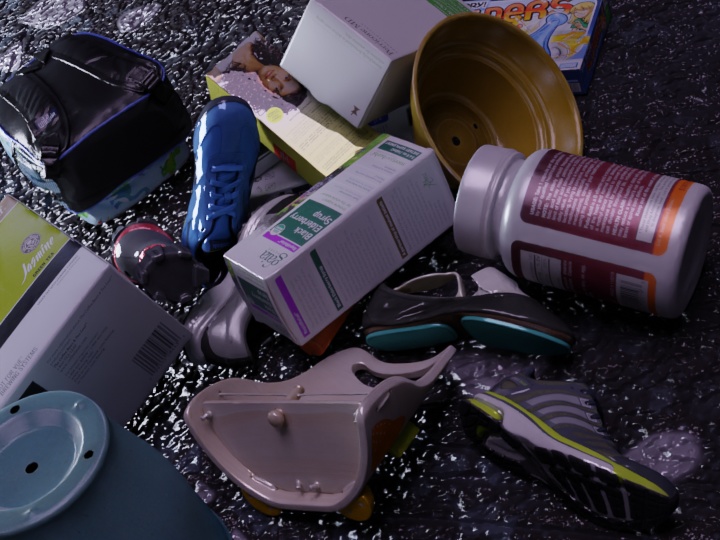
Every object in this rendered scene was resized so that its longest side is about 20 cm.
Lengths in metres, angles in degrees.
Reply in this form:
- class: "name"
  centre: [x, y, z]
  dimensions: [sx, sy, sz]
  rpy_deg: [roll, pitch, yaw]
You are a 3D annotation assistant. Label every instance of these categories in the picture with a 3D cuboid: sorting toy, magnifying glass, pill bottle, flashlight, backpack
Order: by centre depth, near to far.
- class: "sorting toy"
  centre: [-0.009, 0.112, 1.184]
  dimensions: [0.199, 0.108, 0.180]
  rpy_deg: [-4, 26, 41]
- class: "pill bottle"
  centre: [0.187, -0.038, 1.207]
  dimensions: [0.198, 0.115, 0.115]
  rpy_deg: [16, 53, 23]
- class: "magnifying glass"
  centre: [0.000, 0.000, 1.320]
  dimensions: [0.079, 0.023, 0.201]
  rpy_deg: [7, 49, 32]
- class: "flashlight"
  centre: [-0.199, -0.008, 1.362]
  dimensions: [0.068, 0.068, 0.200]
  rpy_deg: [-49, 16, -3]
- class: "backpack"
  centre: [-0.300, -0.156, 1.566]
  dimensions: [0.183, 0.148, 0.199]
  rpy_deg: [-40, 47, -18]

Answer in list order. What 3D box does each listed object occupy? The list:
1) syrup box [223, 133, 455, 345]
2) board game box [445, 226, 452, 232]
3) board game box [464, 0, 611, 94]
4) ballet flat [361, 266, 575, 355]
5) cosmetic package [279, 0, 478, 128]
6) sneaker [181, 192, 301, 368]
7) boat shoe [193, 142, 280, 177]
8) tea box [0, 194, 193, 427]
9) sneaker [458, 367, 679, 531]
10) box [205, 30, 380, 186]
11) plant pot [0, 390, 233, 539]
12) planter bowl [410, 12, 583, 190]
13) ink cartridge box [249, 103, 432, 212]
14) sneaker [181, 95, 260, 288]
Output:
- class: "syrup box"
  centre: [-0.016, -0.030, 1.278]
  dimensions: [0.199, 0.082, 0.079]
  rpy_deg: [-37, 33, -20]
- class: "board game box"
  centre: [0.000, -0.066, 1.425]
  dimensions: [0.103, 0.020, 0.200]
  rpy_deg: [-37, 42, -14]
- class: "board game box"
  centre: [0.157, -0.239, 1.525]
  dimensions: [0.198, 0.035, 0.136]
  rpy_deg: [0, 46, 25]
- class: "ballet flat"
  centre: [0.092, 0.032, 1.229]
  dimensions: [0.198, 0.068, 0.069]
  rpy_deg: [1, 66, 26]
- class: "cosmetic package"
  centre: [0.026, -0.223, 1.402]
  dimensions: [0.107, 0.085, 0.200]
  rpy_deg: [39, 34, 13]
- class: "sneaker"
  centre: [-0.090, 0.013, 1.352]
  dimensions: [0.079, 0.074, 0.201]
  rpy_deg: [14, 58, 24]
- class: "boat shoe"
  centre: [-0.084, -0.156, 1.447]
  dimensions: [0.200, 0.057, 0.068]
  rpy_deg: [-40, 42, -17]
- class: "tea box"
  centre: [-0.296, 0.071, 1.293]
  dimensions: [0.196, 0.134, 0.201]
  rpy_deg: [30, 80, 43]
- class: "sneaker"
  centre: [0.167, 0.128, 1.097]
  dimensions: [0.081, 0.074, 0.199]
  rpy_deg: [-39, 44, -23]
- class: "box"
  centre: [-0.056, -0.141, 1.382]
  dimensions: [0.200, 0.050, 0.075]
  rpy_deg: [40, 71, 16]
- class: "plant pot"
  centre: [-0.221, 0.202, 1.110]
  dimensions: [0.198, 0.189, 0.201]
  rpy_deg: [-14, 41, 12]
- class: "planter bowl"
  centre: [0.111, -0.137, 1.364]
  dimensions: [0.083, 0.200, 0.201]
  rpy_deg: [-31, 23, 52]
- class: "ink cartridge box"
  centre: [-0.021, -0.118, 1.447]
  dimensions: [0.198, 0.039, 0.100]
  rpy_deg: [-18, 39, 10]
- class: "sneaker"
  centre: [-0.131, -0.070, 1.370]
  dimensions: [0.065, 0.201, 0.079]
  rpy_deg: [1, 40, -17]
